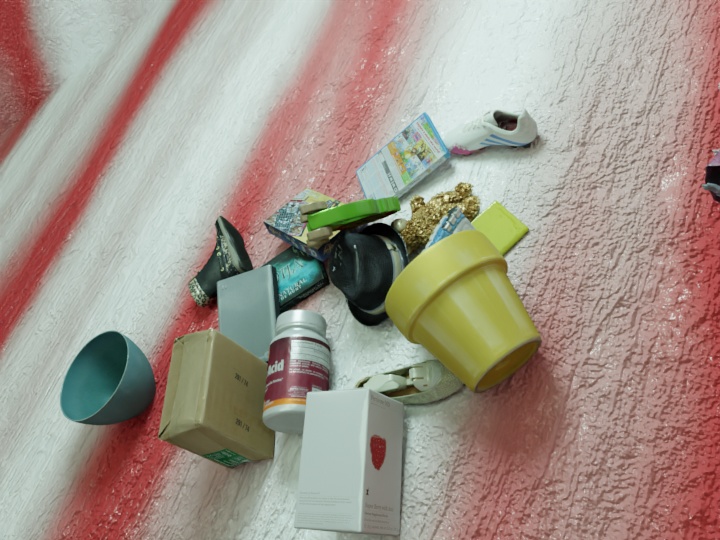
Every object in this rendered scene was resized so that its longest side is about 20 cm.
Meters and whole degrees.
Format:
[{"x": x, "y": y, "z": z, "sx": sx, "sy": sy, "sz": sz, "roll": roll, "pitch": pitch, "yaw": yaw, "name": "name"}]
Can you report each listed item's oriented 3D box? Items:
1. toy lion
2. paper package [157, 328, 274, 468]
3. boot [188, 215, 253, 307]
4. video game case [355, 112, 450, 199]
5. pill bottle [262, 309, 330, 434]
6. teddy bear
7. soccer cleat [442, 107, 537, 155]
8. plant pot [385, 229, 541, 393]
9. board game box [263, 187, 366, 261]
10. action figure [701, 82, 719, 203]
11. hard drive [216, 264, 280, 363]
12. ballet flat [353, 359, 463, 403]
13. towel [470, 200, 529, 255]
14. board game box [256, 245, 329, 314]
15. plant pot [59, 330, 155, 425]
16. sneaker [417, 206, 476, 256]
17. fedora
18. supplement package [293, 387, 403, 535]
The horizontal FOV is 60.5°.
[{"x": -0.015, "y": -0.102, "z": 1.153, "sx": 0.190, "sy": 0.200, "sz": 0.069, "roll": -16, "pitch": 89, "yaw": -5, "name": "toy lion"}, {"x": -0.250, "y": 0.236, "z": 1.114, "sx": 0.103, "sy": 0.200, "sz": 0.192, "roll": -18, "pitch": 52, "yaw": 24, "name": "paper package"}, {"x": -0.341, "y": -0.024, "z": 1.439, "sx": 0.153, "sy": 0.073, "sz": 0.204, "roll": -40, "pitch": 47, "yaw": 9, "name": "boot"}, {"x": 0.084, "y": -0.223, "z": 1.290, "sx": 0.200, "sy": 0.018, "sz": 0.144, "roll": -38, "pitch": 46, "yaw": 21, "name": "video game case"}, {"x": -0.112, "y": 0.181, "z": 1.115, "sx": 0.113, "sy": 0.114, "sz": 0.201, "roll": -17, "pitch": 53, "yaw": 25, "name": "pill bottle"}, {"x": 0.133, "y": -0.100, "z": 1.162, "sx": 0.199, "sy": 0.067, "sz": 0.146, "roll": -17, "pitch": 51, "yaw": 25, "name": "teddy bear"}, {"x": 0.241, "y": -0.276, "z": 1.189, "sx": 0.199, "sy": 0.086, "sz": 0.070, "roll": 1, "pitch": 62, "yaw": 35, "name": "soccer cleat"}, {"x": 0.168, "y": 0.074, "z": 0.948, "sx": 0.200, "sy": 0.201, "sz": 0.189, "roll": -39, "pitch": 62, "yaw": 7, "name": "plant pot"}, {"x": -0.099, "y": -0.103, "z": 1.319, "sx": 0.135, "sy": 0.035, "sz": 0.199, "roll": -41, "pitch": 43, "yaw": -22, "name": "board game box"}, {"x": 0.567, "y": -0.182, "z": 0.868, "sx": 0.148, "sy": 0.134, "sz": 0.201, "roll": 24, "pitch": 79, "yaw": 41, "name": "action figure"}, {"x": -0.228, "y": 0.103, "z": 1.269, "sx": 0.139, "sy": 0.033, "sz": 0.202, "roll": -17, "pitch": 67, "yaw": 21, "name": "hard drive"}, {"x": 0.079, "y": 0.186, "z": 1.014, "sx": 0.199, "sy": 0.062, "sz": 0.068, "roll": -21, "pitch": 52, "yaw": 22, "name": "ballet flat"}, {"x": 0.198, "y": -0.029, "z": 1.095, "sx": 0.200, "sy": 0.018, "sz": 0.086, "roll": -44, "pitch": 66, "yaw": 1, "name": "towel"}, {"x": -0.166, "y": 0.024, "z": 1.315, "sx": 0.199, "sy": 0.028, "sz": 0.136, "roll": -33, "pitch": 49, "yaw": 13, "name": "board game box"}, {"x": -0.528, "y": 0.250, "z": 1.344, "sx": 0.199, "sy": 0.135, "sz": 0.202, "roll": -18, "pitch": 53, "yaw": 25, "name": "plant pot"}, {"x": 0.140, "y": -0.008, "z": 1.054, "sx": 0.201, "sy": 0.086, "sz": 0.075, "roll": -53, "pitch": 8, "yaw": -10, "name": "sneaker"}, {"x": 0.000, "y": 0.000, "z": 1.133, "sx": 0.200, "sy": 0.091, "sz": 0.202, "roll": -21, "pitch": 63, "yaw": 47, "name": "fedora"}, {"x": -0.013, "y": 0.295, "z": 0.951, "sx": 0.119, "sy": 0.121, "sz": 0.202, "roll": -11, "pitch": 63, "yaw": 30, "name": "supplement package"}]
